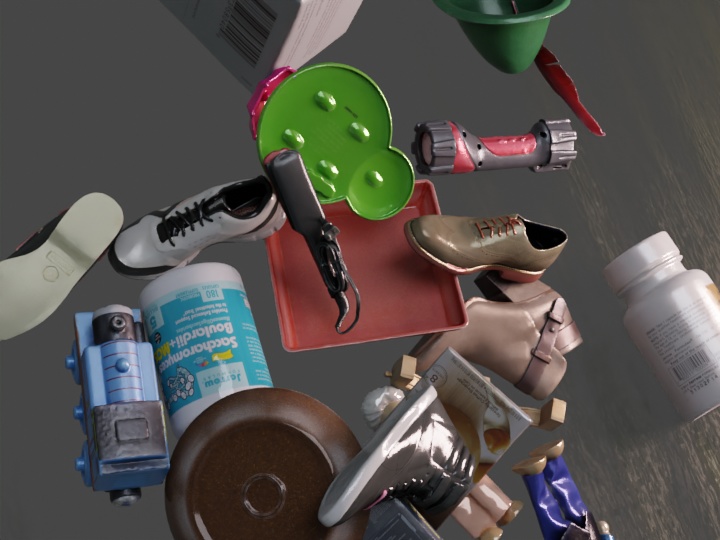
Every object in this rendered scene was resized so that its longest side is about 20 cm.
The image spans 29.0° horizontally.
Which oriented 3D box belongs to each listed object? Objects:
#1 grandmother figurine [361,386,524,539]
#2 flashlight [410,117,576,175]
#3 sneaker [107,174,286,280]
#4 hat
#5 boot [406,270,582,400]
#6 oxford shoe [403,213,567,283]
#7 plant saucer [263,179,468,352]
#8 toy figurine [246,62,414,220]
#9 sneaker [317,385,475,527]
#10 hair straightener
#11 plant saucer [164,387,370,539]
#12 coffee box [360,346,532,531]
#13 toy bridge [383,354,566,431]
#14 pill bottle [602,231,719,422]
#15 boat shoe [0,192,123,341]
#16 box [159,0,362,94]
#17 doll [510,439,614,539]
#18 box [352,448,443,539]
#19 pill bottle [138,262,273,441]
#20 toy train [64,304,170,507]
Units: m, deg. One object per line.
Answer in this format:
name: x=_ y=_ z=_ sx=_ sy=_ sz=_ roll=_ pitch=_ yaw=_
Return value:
grandmother figurine: x=0.081 y=0.198 z=1.469 sx=0.200 sy=0.061 sz=0.121 roll=43 pitch=52 yaw=1
flashlight: x=0.162 y=-0.152 z=1.659 sx=0.199 sy=0.068 sz=0.068 roll=-8 pitch=65 yaw=-21
sneaker: x=-0.175 y=-0.053 z=1.470 sx=0.199 sy=0.080 sz=0.074 roll=-23 pitch=74 yaw=-10
hat: x=0.184 y=-0.262 z=1.748 sx=0.165 sy=0.177 sz=0.200 roll=-20 pitch=36 yaw=-24
boot: x=0.156 y=0.088 z=1.546 sx=0.146 sy=0.070 sz=0.200 roll=47 pitch=71 yaw=-6
oxford shoe: x=0.136 y=-0.040 z=1.496 sx=0.199 sy=0.075 sz=0.071 roll=6 pitch=53 yaw=-37
plant saucer: x=0.000 y=0.000 z=1.510 sx=0.198 sy=0.037 sz=0.201 roll=-7 pitch=57 yaw=-7
toy figurine: x=-0.048 y=-0.155 z=1.537 sx=0.200 sy=0.184 sz=0.150 roll=39 pitch=92 yaw=-27
sneaker: x=0.043 y=0.195 z=1.283 sx=0.099 sy=0.071 sz=0.200 roll=50 pitch=42 yaw=-2
hair straightener: x=-0.045 y=-0.028 z=1.413 sx=0.041 sy=0.077 sz=0.201 roll=-20 pitch=100 yaw=-13
plant saucer: x=-0.089 y=0.210 z=1.305 sx=0.199 sy=0.037 sz=0.202 roll=0 pitch=85 yaw=4
coffee box: x=0.066 y=0.188 z=1.402 sx=0.114 sy=0.080 sz=0.200 roll=40 pitch=91 yaw=5
toy bridge: x=0.118 y=0.137 z=1.503 sx=0.199 sy=0.067 sz=0.027 roll=17 pitch=61 yaw=-13
pill bottle: x=0.369 y=0.062 z=1.601 sx=0.114 sy=0.114 sz=0.201 roll=-24 pitch=75 yaw=-27
boat shoe: x=-0.324 y=0.002 z=1.418 sx=0.074 sy=0.063 sz=0.201 roll=46 pitch=73 yaw=-6
box: x=-0.104 y=-0.353 z=1.583 sx=0.200 sy=0.199 sz=0.171 roll=46 pitch=59 yaw=6
doll: x=0.225 y=0.287 z=1.466 sx=0.136 sy=0.048 sz=0.201 roll=-28 pitch=92 yaw=-48
box: x=-0.035 y=0.282 z=1.338 sx=0.200 sy=0.051 sz=0.158 roll=-44 pitch=85 yaw=0
pill bottle: x=-0.149 y=0.102 z=1.401 sx=0.110 sy=0.111 sz=0.201 roll=-10 pitch=69 yaw=-23
toy train: x=-0.236 y=0.125 z=1.357 sx=0.086 sy=0.114 sz=0.201 roll=-2 pitch=67 yaw=-20
